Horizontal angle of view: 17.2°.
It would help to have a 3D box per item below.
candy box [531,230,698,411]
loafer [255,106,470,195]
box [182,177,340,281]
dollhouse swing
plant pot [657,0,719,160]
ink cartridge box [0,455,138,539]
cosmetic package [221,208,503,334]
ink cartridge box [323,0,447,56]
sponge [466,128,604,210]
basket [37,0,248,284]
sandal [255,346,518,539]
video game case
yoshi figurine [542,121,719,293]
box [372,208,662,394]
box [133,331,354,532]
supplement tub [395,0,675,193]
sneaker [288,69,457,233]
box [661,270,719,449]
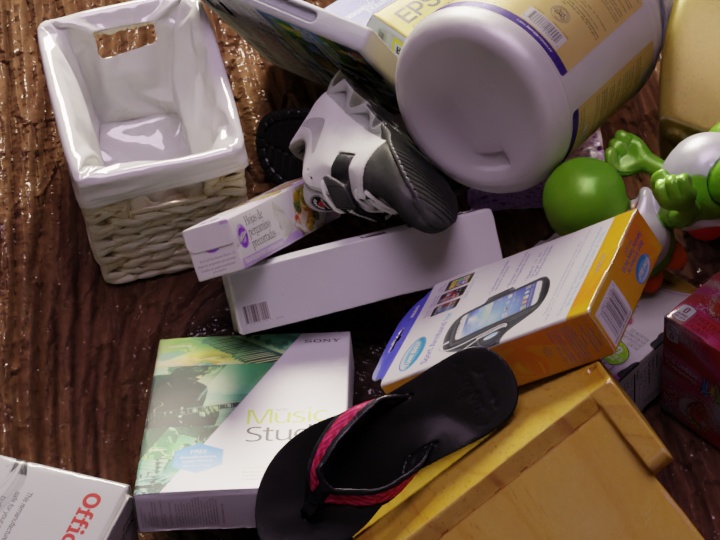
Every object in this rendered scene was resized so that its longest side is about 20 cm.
[{"bbox_3d":[0.139,0.061,1.703,0.136,0.061,0.200,32,55,31],"label":"candy box"},{"bbox_3d":[0.012,-0.090,1.857,0.199,0.074,0.071,9,15,26],"label":"loafer"},{"bbox_3d":[-0.070,-0.035,1.753,0.041,0.039,0.200,-16,6,24],"label":"box"},{"bbox_3d":[0.126,0.181,1.553,0.200,0.176,0.182,-39,14,5],"label":"dollhouse swing"},{"bbox_3d":[0.319,-0.126,1.793,0.193,0.196,0.200,23,60,24],"label":"plant pot"},{"bbox_3d":[-0.262,0.199,1.581,0.199,0.084,0.145,11,46,16],"label":"ink cartridge box"},{"bbox_3d":[0.000,0.000,1.748,0.198,0.083,0.051,-14,89,-6],"label":"cosmetic package"},{"bbox_3d":[0.103,-0.212,1.923,0.200,0.047,0.197,38,52,22],"label":"ink cartridge box"},{"bbox_3d":[0.135,-0.129,1.911,0.111,0.030,0.201,-4,45,1],"label":"sponge"},{"bbox_3d":[-0.165,-0.101,1.841,0.135,0.124,0.201,-12,45,-7],"label":"basket"},{"bbox_3d":[0.011,0.115,1.531,0.199,0.045,0.075,-35,84,8],"label":"sandal"},{"bbox_3d":[-0.034,-0.176,1.866,0.181,0.200,0.022,25,84,26],"label":"video game case"},{"bbox_3d":[0.208,-0.066,1.663,0.199,0.112,0.112,-36,64,14],"label":"yoshi figurine"},{"bbox_3d":[0.099,0.035,1.599,0.199,0.042,0.119,-23,23,37],"label":"box"},{"bbox_3d":[-0.077,0.109,1.656,0.143,0.037,0.200,-3,29,2],"label":"box"},{"bbox_3d":[0.133,-0.162,1.750,0.145,0.146,0.200,24,42,25],"label":"supplement tub"},{"bbox_3d":[0.005,-0.064,1.740,0.089,0.074,0.200,-46,34,7],"label":"sneaker"},{"bbox_3d":[0.309,0.088,1.635,0.095,0.100,0.200,-35,52,-27],"label":"box"}]
